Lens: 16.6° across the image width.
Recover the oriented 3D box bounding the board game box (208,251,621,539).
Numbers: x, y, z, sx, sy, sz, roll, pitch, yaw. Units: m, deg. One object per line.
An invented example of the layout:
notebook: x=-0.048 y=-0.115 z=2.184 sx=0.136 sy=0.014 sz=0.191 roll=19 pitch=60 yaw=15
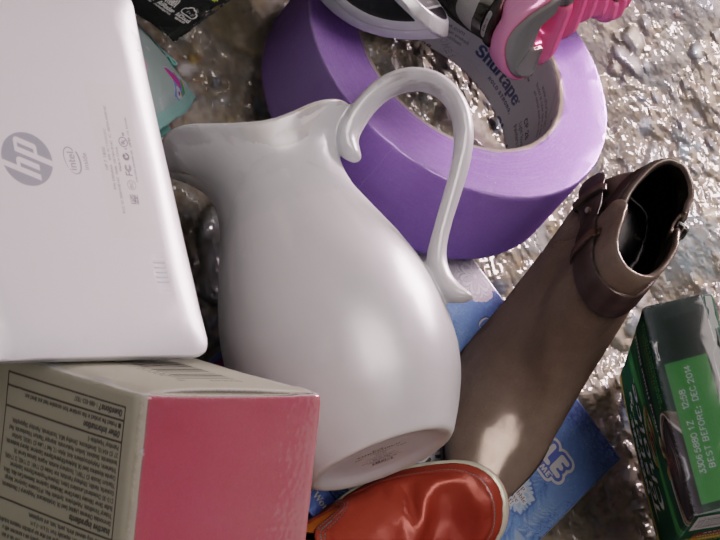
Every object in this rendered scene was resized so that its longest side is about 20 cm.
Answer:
board game box: x=0.026 y=0.088 z=1.404 sx=0.199 sy=0.043 sz=0.200 roll=-40 pitch=95 yaw=-37

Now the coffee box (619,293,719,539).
coffee box: x=0.187 y=0.095 z=1.416 sx=0.044 sy=0.200 sz=0.123 roll=-12 pitch=78 yaw=0

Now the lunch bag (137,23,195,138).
lunch bag: x=-0.187 y=-0.108 z=1.294 sx=0.171 sy=0.122 sz=0.200 roll=50 pitch=36 yaw=-6

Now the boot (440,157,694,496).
boot: x=0.117 y=0.028 z=1.366 sx=0.070 sy=0.146 sz=0.200 roll=29 pitch=55 yaw=-11

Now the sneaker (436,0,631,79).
sneaker: x=0.107 y=-0.185 z=1.462 sx=0.095 sy=0.079 sz=0.200 roll=30 pitch=35 yaw=20

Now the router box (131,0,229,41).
router box: x=-0.151 y=-0.238 z=1.329 sx=0.150 sy=0.062 sz=0.200 roll=31 pitch=29 yaw=-56

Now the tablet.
tablet: x=-0.146 y=-0.051 z=1.193 sx=0.130 sy=0.014 sz=0.201 roll=0 pitch=68 yaw=-39

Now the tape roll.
tape roll: x=0.044 y=-0.107 z=1.446 sx=0.199 sy=0.066 sz=0.201 roll=18 pitch=49 yaw=-22

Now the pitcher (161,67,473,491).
pitcher: x=0.000 y=0.000 z=1.305 sx=0.171 sy=0.121 sz=0.201 roll=-22 pitch=72 yaw=4

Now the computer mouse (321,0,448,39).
computer mouse: x=-0.031 y=-0.192 z=1.375 sx=0.200 sy=0.044 sz=0.110 roll=47 pitch=13 yaw=3

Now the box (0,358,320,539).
box: x=-0.106 y=0.145 z=1.185 sx=0.109 sy=0.128 sz=0.201 roll=2 pitch=97 yaw=-40

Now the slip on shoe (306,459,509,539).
slip on shoe: x=-0.011 y=0.155 z=1.302 sx=0.199 sy=0.061 sz=0.074 roll=-19 pitch=88 yaw=-12
